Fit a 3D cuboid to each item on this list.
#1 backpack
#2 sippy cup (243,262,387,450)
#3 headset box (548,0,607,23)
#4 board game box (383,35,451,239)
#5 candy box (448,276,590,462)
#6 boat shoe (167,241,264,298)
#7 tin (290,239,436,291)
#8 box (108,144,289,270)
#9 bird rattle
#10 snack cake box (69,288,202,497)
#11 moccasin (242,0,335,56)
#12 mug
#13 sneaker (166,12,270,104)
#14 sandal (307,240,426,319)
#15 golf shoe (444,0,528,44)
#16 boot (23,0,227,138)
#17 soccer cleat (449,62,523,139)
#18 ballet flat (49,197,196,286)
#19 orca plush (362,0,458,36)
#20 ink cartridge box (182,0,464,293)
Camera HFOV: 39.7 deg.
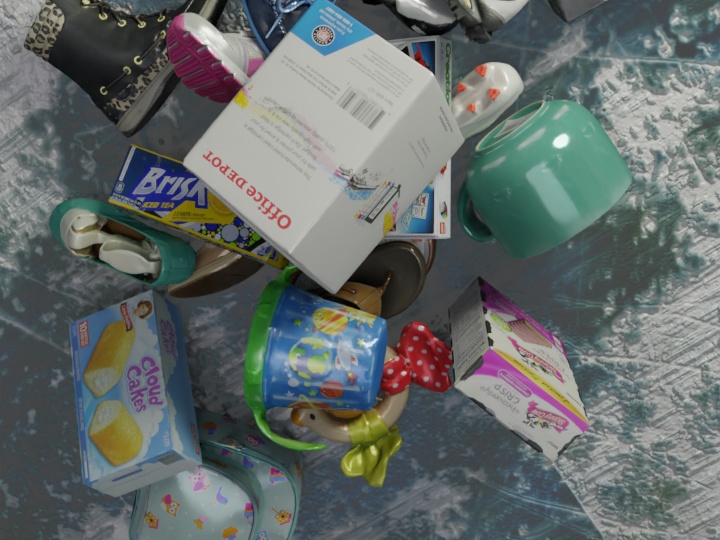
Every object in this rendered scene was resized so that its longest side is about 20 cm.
[{"bbox_3d":[-0.167,0.268,1.189,0.198,0.153,0.177,12,106,-9],"label":"backpack"},{"bbox_3d":[-0.042,0.087,1.038,0.129,0.140,0.179,9,120,7],"label":"sippy cup"},{"bbox_3d":[0.231,-0.361,0.958,0.173,0.093,0.201,-29,107,13],"label":"headset box"},{"bbox_3d":[0.031,-0.133,1.028,0.125,0.035,0.202,2,92,30],"label":"board game box"},{"bbox_3d":[0.165,0.100,1.077,0.136,0.200,0.061,38,109,-11],"label":"candy box"},{"bbox_3d":[-0.135,-0.034,1.122,0.199,0.071,0.065,-29,72,10],"label":"boat shoe"},{"bbox_3d":[0.000,0.000,1.138,0.200,0.042,0.112,-42,107,16],"label":"tin"},{"bbox_3d":[-0.163,-0.067,1.063,0.198,0.064,0.071,20,85,17],"label":"box"},{"bbox_3d":[0.011,0.140,1.134,0.162,0.113,0.201,19,116,-22],"label":"bird rattle"},{"bbox_3d":[-0.254,0.136,1.119,0.114,0.201,0.067,-23,148,12],"label":"snack cake box"},{"bbox_3d":[-0.078,-0.278,0.969,0.068,0.080,0.201,-19,103,44],"label":"moccasin"},{"bbox_3d":[0.171,-0.094,1.030,0.184,0.152,0.115,-34,102,15],"label":"mug"},{"bbox_3d":[-0.113,-0.210,1.018,0.199,0.081,0.089,32,69,-45],"label":"sneaker"},{"bbox_3d":[-0.016,0.037,1.103,0.198,0.055,0.082,-23,108,12],"label":"sandal"},{"bbox_3d":[0.105,-0.314,0.955,0.094,0.078,0.201,-31,67,17],"label":"golf shoe"},{"bbox_3d":[-0.241,-0.260,1.035,0.153,0.074,0.204,37,107,-7],"label":"boot"},{"bbox_3d":[0.085,-0.155,1.062,0.199,0.077,0.070,-27,78,28],"label":"soccer cleat"},{"bbox_3d":[-0.275,-0.033,1.089,0.198,0.070,0.068,18,104,19],"label":"ballet flat"},{"bbox_3d":[0.006,-0.295,1.010,0.199,0.106,0.071,28,141,-10],"label":"orca plush"},{"bbox_3d":[-0.030,-0.110,0.927,0.147,0.145,0.200,40,88,23],"label":"ink cartridge box"}]
